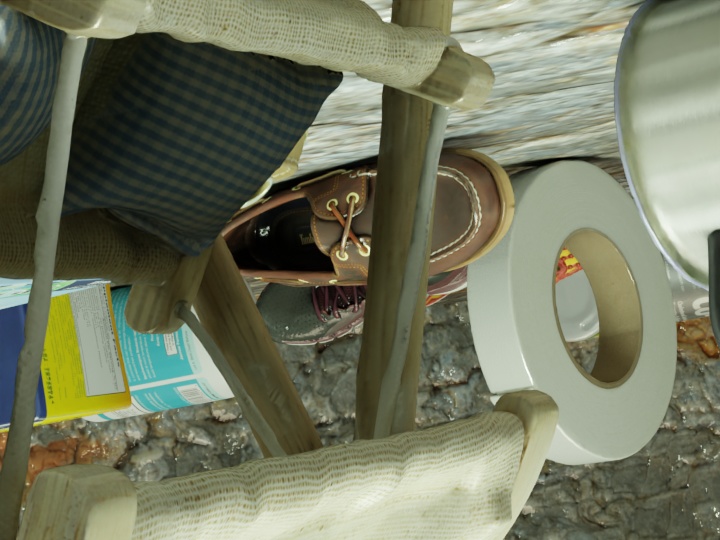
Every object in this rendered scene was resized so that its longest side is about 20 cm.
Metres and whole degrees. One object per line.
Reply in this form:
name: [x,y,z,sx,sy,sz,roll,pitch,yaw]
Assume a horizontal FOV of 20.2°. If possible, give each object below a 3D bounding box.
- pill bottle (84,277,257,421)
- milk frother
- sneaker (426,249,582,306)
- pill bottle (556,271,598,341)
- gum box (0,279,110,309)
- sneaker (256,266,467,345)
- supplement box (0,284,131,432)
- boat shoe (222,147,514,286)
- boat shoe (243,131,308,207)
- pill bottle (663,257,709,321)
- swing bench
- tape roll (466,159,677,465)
pill bottle: [-0.189,0.068,1.732,0.199,0.111,0.111,-11,176,18]
milk frother: [0.165,-0.067,0.667,0.188,0.181,0.200,-14,132,38]
sneaker: [0.112,-0.021,1.718,0.199,0.073,0.077,-8,-160,31]
pill bottle: [0.280,0.026,2.431,0.111,0.112,0.200,-12,176,23]
gum box: [-0.249,0.005,1.097,0.199,0.045,0.170,-13,175,27]
sneaker: [0.000,0.000,1.631,0.199,0.076,0.116,-21,170,5]
supplement box: [-0.239,0.052,1.347,0.109,0.109,0.200,-11,176,10]
boat shoe: [-0.002,-0.023,1.150,0.070,0.071,0.200,-13,179,-43]
boat shoe: [-0.086,-0.036,0.762,0.073,0.063,0.200,-12,176,29]
pill bottle: [0.372,-0.014,2.063,0.199,0.114,0.113,-11,176,14]
swing bench: [-0.053,0.006,0.415,0.129,0.201,0.199,-12,176,26]
tape roll: [0.143,0.028,1.336,0.037,0.204,0.202,-13,176,38]
